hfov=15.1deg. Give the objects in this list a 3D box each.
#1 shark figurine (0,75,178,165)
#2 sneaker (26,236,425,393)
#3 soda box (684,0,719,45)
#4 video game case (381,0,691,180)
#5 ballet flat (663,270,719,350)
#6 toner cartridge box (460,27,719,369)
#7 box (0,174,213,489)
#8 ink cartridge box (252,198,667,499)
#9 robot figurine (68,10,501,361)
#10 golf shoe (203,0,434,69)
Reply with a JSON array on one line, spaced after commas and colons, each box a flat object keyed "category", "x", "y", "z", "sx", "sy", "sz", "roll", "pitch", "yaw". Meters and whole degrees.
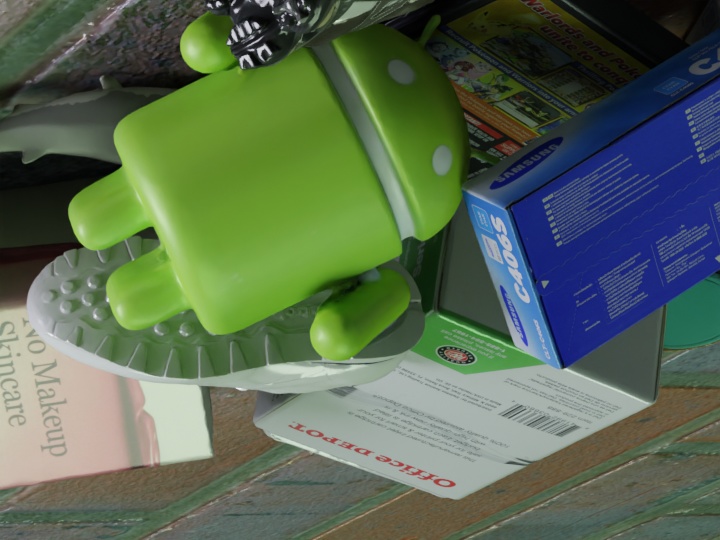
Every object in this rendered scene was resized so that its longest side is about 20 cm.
[{"category": "shark figurine", "x": -0.120, "y": -0.050, "z": 1.366, "sx": 0.214, "sy": 0.090, "sz": 0.128, "roll": -4, "pitch": 159, "yaw": -27}, {"category": "sneaker", "x": -0.071, "y": 0.033, "z": 1.368, "sx": 0.200, "sy": 0.076, "sz": 0.081, "roll": 6, "pitch": 158, "yaw": -14}, {"category": "soda box", "x": 0.205, "y": -0.087, "z": 1.480, "sx": 0.068, "sy": 0.064, "sz": 0.200, "roll": -7, "pitch": 162, "yaw": -11}, {"category": "video game case", "x": 0.088, "y": -0.082, "z": 1.376, "sx": 0.200, "sy": 0.026, "sz": 0.181, "roll": 29, "pitch": 145, "yaw": -35}, {"category": "ballet flat", "x": 0.164, "y": 0.014, "z": 1.558, "sx": 0.200, "sy": 0.071, "sz": 0.065, "roll": -20, "pitch": -158, "yaw": 51}, {"category": "toner cartridge box", "x": 0.150, "y": -0.045, "z": 1.303, "sx": 0.200, "sy": 0.095, "sz": 0.043, "roll": -31, "pitch": -151, "yaw": -19}, {"category": "box", "x": -0.186, "y": 0.037, "z": 1.463, "sx": 0.200, "sy": 0.109, "sz": 0.128, "roll": -9, "pitch": 125, "yaw": -1}, {"category": "ink cartridge box", "x": 0.052, "y": 0.045, "z": 1.507, "sx": 0.146, "sy": 0.084, "sz": 0.200, "roll": 22, "pitch": 150, "yaw": -24}, {"category": "robot figurine", "x": -0.037, "y": -0.045, "z": 1.287, "sx": 0.200, "sy": 0.176, "sz": 0.116, "roll": -25, "pitch": -170, "yaw": -4}, {"category": "golf shoe", "x": 0.021, "y": -0.156, "z": 1.175, "sx": 0.200, "sy": 0.078, "sz": 0.094, "roll": -24, "pitch": 175, "yaw": 39}]
